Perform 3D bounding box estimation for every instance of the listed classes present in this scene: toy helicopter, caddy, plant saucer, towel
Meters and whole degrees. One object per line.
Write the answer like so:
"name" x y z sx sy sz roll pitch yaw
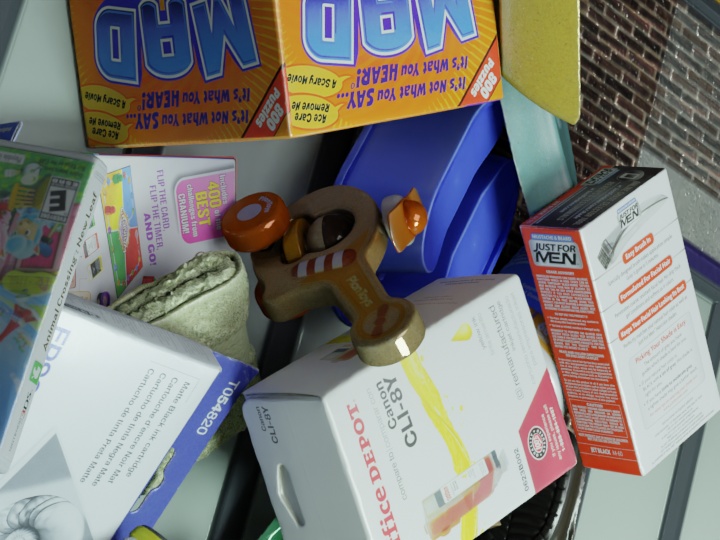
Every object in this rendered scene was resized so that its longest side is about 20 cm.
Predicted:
"toy helicopter" 0.000 0.000 1.414 0.132 0.200 0.079 -29 124 -6
"caddy" 0.036 -0.047 1.577 0.201 0.104 0.142 -62 149 -35
"plant saucer" 0.132 -0.124 1.640 0.200 0.036 0.202 -13 90 -80
"towel" -0.146 0.085 1.389 0.199 0.036 0.149 -32 135 -28
"plant saucer" 0.101 -0.225 1.457 0.048 0.200 0.201 -8 123 -7

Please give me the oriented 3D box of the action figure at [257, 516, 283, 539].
"action figure" -0.026 0.169 1.551 0.118 0.054 0.201 37 65 -37

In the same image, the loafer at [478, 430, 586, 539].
"loafer" 0.132 0.215 1.696 0.071 0.073 0.202 6 103 -52

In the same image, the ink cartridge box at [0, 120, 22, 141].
"ink cartridge box" -0.247 0.014 1.278 0.042 0.119 0.202 24 73 -35

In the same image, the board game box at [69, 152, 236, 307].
"board game box" -0.166 0.000 1.416 0.199 0.040 0.154 0 91 -45

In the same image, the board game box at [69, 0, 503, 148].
"board game box" -0.053 -0.194 1.415 0.199 0.199 0.202 -14 100 -44

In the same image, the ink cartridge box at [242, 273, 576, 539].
"ink cartridge box" 0.035 0.107 1.427 0.199 0.083 0.146 -29 107 -40

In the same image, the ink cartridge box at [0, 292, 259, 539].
"ink cartridge box" -0.174 0.119 1.324 0.199 0.041 0.200 23 105 -43

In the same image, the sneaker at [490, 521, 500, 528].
"sneaker" 0.016 0.139 1.524 0.199 0.067 0.091 8 68 -44

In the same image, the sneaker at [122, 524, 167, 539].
"sneaker" -0.155 0.251 1.386 0.084 0.074 0.201 -28 134 -33

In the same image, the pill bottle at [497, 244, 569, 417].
"pill bottle" 0.160 0.026 1.696 0.200 0.112 0.113 -46 121 -34

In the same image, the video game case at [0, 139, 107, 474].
"video game case" -0.257 0.006 1.220 0.022 0.199 0.183 49 54 -64

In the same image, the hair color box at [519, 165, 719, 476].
"hair color box" 0.194 0.036 1.607 0.111 0.064 0.201 -33 117 -39
